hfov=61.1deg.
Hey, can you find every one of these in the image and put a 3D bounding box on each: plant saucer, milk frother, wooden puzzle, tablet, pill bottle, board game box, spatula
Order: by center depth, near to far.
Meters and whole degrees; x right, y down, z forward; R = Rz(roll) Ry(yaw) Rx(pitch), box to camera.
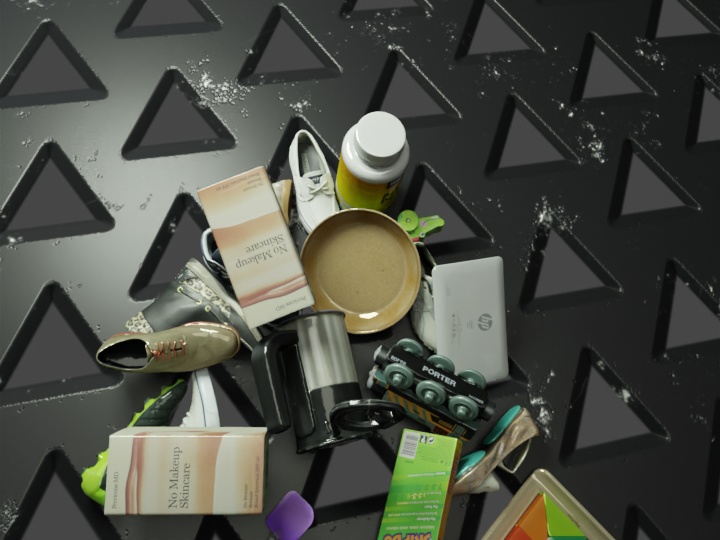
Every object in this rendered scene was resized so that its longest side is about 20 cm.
[{"bbox_3d":[-0.144,0.409,0.864,0.056,0.021,0.200,35,72,19],"label":"spatula"},{"bbox_3d":[-0.034,0.147,0.870,0.198,0.180,0.190,-21,72,21],"label":"milk frother"},{"bbox_3d":[0.083,0.340,0.890,0.095,0.030,0.202,0,61,37],"label":"board game box"},{"bbox_3d":[0.278,0.432,0.906,0.185,0.037,0.200,45,71,8],"label":"wooden puzzle"},{"bbox_3d":[0.178,0.085,0.973,0.129,0.014,0.203,-8,100,-20],"label":"tablet"},{"bbox_3d":[0.000,0.000,0.984,0.197,0.035,0.203,1,100,9],"label":"plant saucer"},{"bbox_3d":[0.018,-0.169,0.997,0.108,0.200,0.111,2,70,-6],"label":"pill bottle"}]

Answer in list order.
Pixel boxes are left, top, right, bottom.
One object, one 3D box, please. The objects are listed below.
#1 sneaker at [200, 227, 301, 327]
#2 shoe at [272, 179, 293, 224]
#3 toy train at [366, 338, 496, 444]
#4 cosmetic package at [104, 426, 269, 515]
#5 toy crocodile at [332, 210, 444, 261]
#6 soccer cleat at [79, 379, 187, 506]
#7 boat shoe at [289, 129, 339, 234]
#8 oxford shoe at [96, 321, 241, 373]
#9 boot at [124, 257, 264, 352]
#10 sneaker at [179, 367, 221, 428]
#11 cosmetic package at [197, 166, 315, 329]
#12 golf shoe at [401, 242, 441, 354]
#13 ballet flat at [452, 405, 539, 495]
[{"bbox_3d":[-0.175,0.011,0.955,0.199,0.109,0.070,40,71,7],"label":"sneaker"},{"bbox_3d":[-0.142,-0.074,0.995,0.053,0.070,0.202,5,45,-5],"label":"shoe"},{"bbox_3d":[0.103,0.187,0.929,0.198,0.115,0.085,26,39,5],"label":"toy train"},{"bbox_3d":[-0.223,0.263,0.808,0.197,0.087,0.105,0,82,-4],"label":"cosmetic package"},{"bbox_3d":[0.046,-0.058,1.033,0.197,0.068,0.063,-9,75,-9],"label":"toy crocodile"},{"bbox_3d":[-0.311,0.249,0.882,0.081,0.068,0.200,41,76,-3],"label":"soccer cleat"},{"bbox_3d":[-0.082,-0.145,1.044,0.073,0.065,0.202,-17,72,-14],"label":"boat shoe"},{"bbox_3d":[-0.270,0.117,0.863,0.197,0.075,0.071,-8,93,-4],"label":"oxford shoe"},{"bbox_3d":[-0.246,0.101,0.939,0.154,0.074,0.204,-41,83,-13],"label":"boot"},{"bbox_3d":[-0.237,0.242,0.884,0.070,0.073,0.203,-6,72,-14],"label":"sneaker"},{"bbox_3d":[-0.144,-0.030,0.864,0.102,0.087,0.202,-22,92,-4],"label":"cosmetic package"},{"bbox_3d":[0.115,0.047,0.990,0.078,0.097,0.202,-25,77,-17],"label":"golf shoe"},{"bbox_3d":[0.201,0.293,0.931,0.199,0.068,0.067,-38,86,-16],"label":"ballet flat"}]
